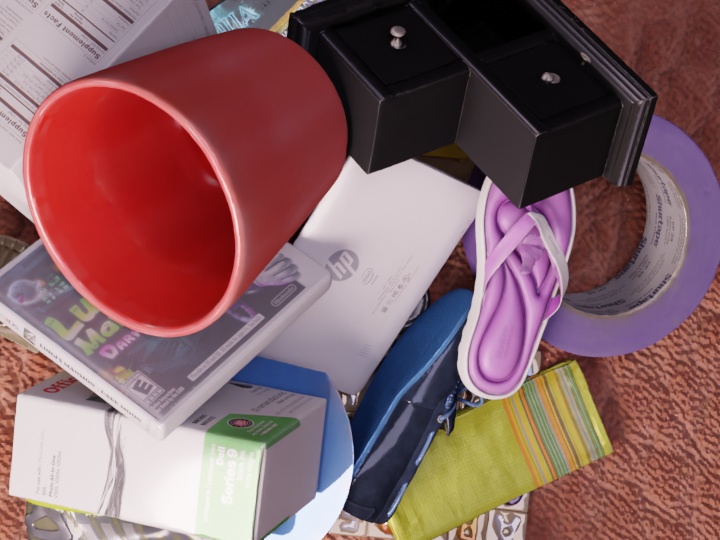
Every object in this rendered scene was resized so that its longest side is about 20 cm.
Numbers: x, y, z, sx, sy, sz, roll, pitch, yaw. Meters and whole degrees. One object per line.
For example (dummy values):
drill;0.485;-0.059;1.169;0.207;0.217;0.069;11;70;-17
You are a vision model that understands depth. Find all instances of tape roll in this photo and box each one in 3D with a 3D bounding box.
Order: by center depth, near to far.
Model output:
tape roll;0.187;-0.037;1.701;0.199;0.085;0.201;-4;104;-15

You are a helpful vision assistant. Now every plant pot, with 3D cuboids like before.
plant pot;-0.113;-0.078;1.517;0.201;0.200;0.177;54;44;-2

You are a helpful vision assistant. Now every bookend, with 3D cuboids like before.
bookend;0.076;-0.128;1.563;0.199;0.092;0.199;-21;53;-27

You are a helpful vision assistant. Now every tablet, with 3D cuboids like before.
tablet;0.000;0.000;1.647;0.130;0.014;0.201;23;107;-33

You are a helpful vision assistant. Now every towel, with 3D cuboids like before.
towel;0.106;0.151;1.723;0.199;0.018;0.086;-25;89;-12

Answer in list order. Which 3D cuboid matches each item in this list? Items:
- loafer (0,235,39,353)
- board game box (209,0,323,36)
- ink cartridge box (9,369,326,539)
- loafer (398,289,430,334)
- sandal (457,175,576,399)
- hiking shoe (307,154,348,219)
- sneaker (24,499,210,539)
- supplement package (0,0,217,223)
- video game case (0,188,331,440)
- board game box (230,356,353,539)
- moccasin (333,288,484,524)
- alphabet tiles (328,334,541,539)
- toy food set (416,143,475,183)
loafer;-0.236;0.032;1.620;0.199;0.068;0.076;20;71;24
board game box;-0.053;-0.183;1.724;0.200;0.028;0.136;-37;94;-12
ink cartridge box;-0.143;0.132;1.577;0.199;0.146;0.085;10;103;15
loafer;-0.039;0.021;1.687;0.199;0.070;0.069;5;85;-11
sandal;0.128;0.003;1.621;0.082;0.050;0.204;6;98;-19
hiking shoe;-0.046;-0.078;1.667;0.200;0.086;0.075;51;42;-21
sneaker;-0.170;0.202;1.636;0.199;0.074;0.081;12;105;13
supplement package;-0.230;-0.161;1.606;0.150;0.152;0.200;39;78;18
video game case;-0.150;0.013;1.561;0.181;0.023;0.200;34;53;18
board game box;-0.095;0.138;1.664;0.199;0.039;0.159;13;102;15
moccasin;0.044;0.109;1.681;0.068;0.080;0.200;36;87;-24
alphabet tiles;0.046;0.138;1.725;0.199;0.008;0.168;7;84;-11
toy food set;0.093;-0.158;1.715;0.143;0.060;0.201;4;93;-18
